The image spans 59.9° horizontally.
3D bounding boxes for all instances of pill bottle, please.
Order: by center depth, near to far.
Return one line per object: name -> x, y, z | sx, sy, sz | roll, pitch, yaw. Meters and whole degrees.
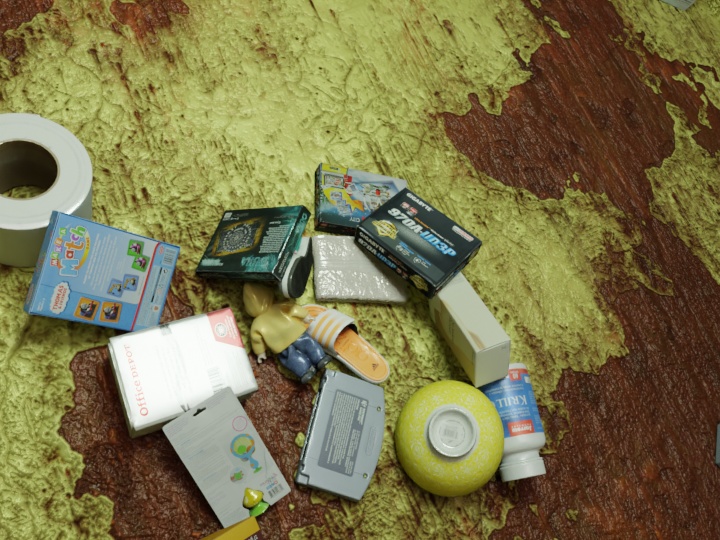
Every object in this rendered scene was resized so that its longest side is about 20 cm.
pill bottle -> 0.282, 0.285, 1.174 | 0.111, 0.112, 0.202 | -2, 67, -24

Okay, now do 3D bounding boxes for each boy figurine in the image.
boy figurine -> -0.142, 0.106, 1.090 | 0.124, 0.064, 0.200 | -43, 87, 1

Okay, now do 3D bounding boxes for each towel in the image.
towel -> 0.000, 0.000, 1.227 | 0.198, 0.034, 0.134 | 3, 65, -22

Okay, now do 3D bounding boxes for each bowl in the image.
bowl -> 0.155, 0.282, 1.077 | 0.197, 0.108, 0.203 | -2, 70, 5

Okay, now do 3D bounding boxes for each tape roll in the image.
tape roll -> -0.531, -0.124, 0.987 | 0.200, 0.139, 0.205 | 9, 64, -20

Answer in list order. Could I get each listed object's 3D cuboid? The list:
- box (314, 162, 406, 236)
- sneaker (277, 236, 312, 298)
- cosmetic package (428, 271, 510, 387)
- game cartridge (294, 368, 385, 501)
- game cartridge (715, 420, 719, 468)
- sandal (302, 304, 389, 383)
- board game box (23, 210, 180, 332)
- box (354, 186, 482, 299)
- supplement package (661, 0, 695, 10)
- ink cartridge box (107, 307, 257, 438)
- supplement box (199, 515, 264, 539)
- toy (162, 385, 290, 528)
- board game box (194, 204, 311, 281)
box -> 0.004, -0.137, 1.288 | 0.198, 0.038, 0.138 | 9, 64, -20
sneaker -> -0.154, -0.011, 1.099 | 0.119, 0.085, 0.200 | 0, 21, 4
cosmetic package -> 0.200, 0.106, 1.170 | 0.070, 0.106, 0.201 | -18, 41, -10
game cartridge -> -0.027, 0.285, 1.083 | 0.132, 0.042, 0.202 | 25, 59, -17
game cartridge -> 0.898, 0.436, 1.423 | 0.199, 0.040, 0.134 | 29, 62, -9
sandal -> -0.027, 0.120, 1.130 | 0.206, 0.059, 0.079 | 35, 54, 7
board game box -> -0.392, 0.009, 0.967 | 0.199, 0.036, 0.153 | 19, 85, -45
box -> 0.111, -0.057, 1.215 | 0.199, 0.046, 0.159 | 39, 56, 20
supplement package -> 1.089, -1.013, 2.076 | 0.149, 0.200, 0.154 | 11, 63, -19
ink cartridge box -> -0.285, 0.161, 0.997 | 0.198, 0.083, 0.148 | -14, 73, -29
supplement box -> -0.196, 0.464, 0.810 | 0.132, 0.197, 0.202 | -13, 72, -51
toy -> -0.206, 0.291, 0.972 | 0.114, 0.047, 0.201 | -31, 99, -15
board game box -> -0.188, -0.047, 1.076 | 0.028, 0.198, 0.136 | 46, 56, -43
